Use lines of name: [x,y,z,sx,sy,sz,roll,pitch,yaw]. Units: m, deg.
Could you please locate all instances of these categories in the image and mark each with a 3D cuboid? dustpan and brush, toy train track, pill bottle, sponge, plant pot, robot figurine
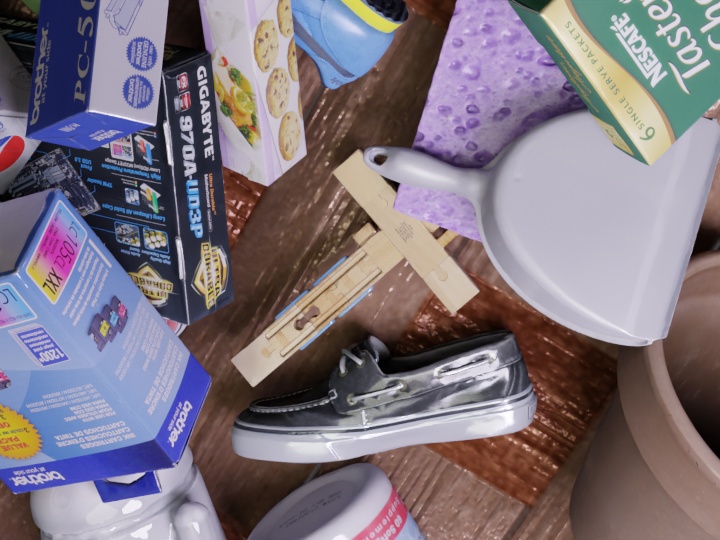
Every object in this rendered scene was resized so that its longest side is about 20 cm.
dustpan and brush: [0.095,-0.044,1.193,0.198,0.057,0.141,17,78,6]
toy train track: [0.000,0.000,1.301,0.200,0.033,0.115,-41,91,16]
pill bottle: [0.017,0.236,1.363,0.108,0.109,0.201,-26,105,21]
sponge: [0.099,-0.112,1.223,0.111,0.030,0.202,18,105,3]
plant pot: [0.212,0.116,1.241,0.199,0.201,0.175,34,135,-3]
robot figurine: [-0.148,0.179,1.373,0.169,0.113,0.202,0,117,44]

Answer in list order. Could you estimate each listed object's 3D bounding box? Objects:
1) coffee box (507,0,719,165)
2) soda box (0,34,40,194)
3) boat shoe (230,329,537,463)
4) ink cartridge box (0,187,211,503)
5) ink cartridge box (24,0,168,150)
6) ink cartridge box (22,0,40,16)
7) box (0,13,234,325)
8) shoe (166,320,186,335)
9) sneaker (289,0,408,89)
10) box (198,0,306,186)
coffee box: [0.188,-0.167,1.124,0.200,0.044,0.123,-42,121,-4]
soda box: [-0.265,-0.138,1.239,0.068,0.063,0.200,-51,62,25]
boat shoe: [0.012,0.075,1.325,0.198,0.072,0.072,-9,102,5]
ink cartridge box: [-0.184,0.057,1.240,0.135,0.077,0.200,-12,131,32]
ink cartridge box: [-0.140,-0.174,1.152,0.044,0.094,0.202,10,80,-29]
ink cartridge box: [-0.220,-0.257,1.241,0.200,0.048,0.145,46,114,-6]
box: [-0.171,-0.066,1.268,0.199,0.046,0.161,13,118,35]
shoe: [-0.213,0.034,1.337,0.198,0.091,0.072,3,114,11]
sneaker: [-0.065,-0.189,1.224,0.200,0.066,0.078,43,119,-8]
box: [-0.065,-0.140,1.195,0.038,0.041,0.201,24,138,29]
